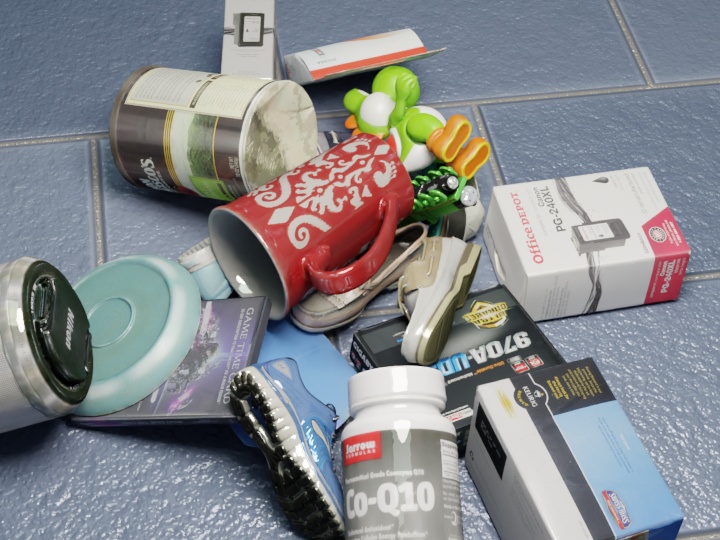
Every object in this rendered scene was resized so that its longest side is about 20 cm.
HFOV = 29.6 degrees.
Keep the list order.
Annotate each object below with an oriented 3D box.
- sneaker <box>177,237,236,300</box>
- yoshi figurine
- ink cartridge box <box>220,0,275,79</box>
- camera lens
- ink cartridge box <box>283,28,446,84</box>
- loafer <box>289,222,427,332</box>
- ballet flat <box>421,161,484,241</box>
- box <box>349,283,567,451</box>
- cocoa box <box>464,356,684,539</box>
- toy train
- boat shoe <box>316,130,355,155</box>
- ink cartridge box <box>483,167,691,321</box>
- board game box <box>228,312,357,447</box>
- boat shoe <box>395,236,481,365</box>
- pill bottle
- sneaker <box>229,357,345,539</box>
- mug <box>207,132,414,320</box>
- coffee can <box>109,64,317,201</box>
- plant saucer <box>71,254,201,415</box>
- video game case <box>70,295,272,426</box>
[{"bbox_3d":[-0.127,-0.015,1.562,0.073,0.083,0.199,-12,14,44],"label":"sneaker"},{"bbox_3d":[0.067,-0.190,1.633,0.111,0.114,0.199,-19,37,-40],"label":"yoshi figurine"},{"bbox_3d":[-0.141,-0.264,1.737,0.067,0.117,0.201,1,47,-3],"label":"ink cartridge box"},{"bbox_3d":[-0.378,0.084,1.356,0.198,0.161,0.161,-16,47,11],"label":"camera lens"},{"bbox_3d":[0.001,-0.274,1.722,0.160,0.200,0.051,-14,95,-15],"label":"ink cartridge box"},{"bbox_3d":[0.000,0.000,1.524,0.072,0.063,0.199,42,48,23],"label":"loafer"},{"bbox_3d":[0.112,-0.082,1.625,0.068,0.068,0.202,10,47,-10],"label":"ballet flat"},{"bbox_3d":[0.110,0.106,1.454,0.198,0.046,0.159,-16,51,-26],"label":"box"},{"bbox_3d":[0.202,0.210,1.321,0.130,0.134,0.201,-13,50,-15],"label":"cocoa box"},{"bbox_3d":[0.072,-0.077,1.545,0.056,0.200,0.042,30,74,-18],"label":"toy train"},{"bbox_3d":[-0.014,-0.098,1.625,0.092,0.075,0.201,-7,50,-17],"label":"boat shoe"},{"bbox_3d":[0.257,-0.031,1.572,0.198,0.084,0.146,-8,49,-10],"label":"ink cartridge box"},{"bbox_3d":[-0.097,0.118,1.454,0.157,0.039,0.200,-24,56,-31],"label":"board game box"},{"bbox_3d":[0.071,0.030,1.443,0.068,0.075,0.200,18,33,10],"label":"boat shoe"},{"bbox_3d":[0.038,0.200,1.292,0.112,0.114,0.202,-2,72,-5],"label":"pill bottle"},{"bbox_3d":[-0.046,0.174,1.336,0.089,0.078,0.202,-27,92,-39],"label":"sneaker"},{"bbox_3d":[-0.034,-0.041,1.465,0.199,0.134,0.178,-35,68,-28],"label":"mug"},{"bbox_3d":[-0.170,-0.157,1.583,0.198,0.147,0.147,10,46,31],"label":"coffee can"},{"bbox_3d":[-0.264,0.060,1.450,0.198,0.027,0.202,-14,51,17],"label":"plant saucer"},{"bbox_3d":[-0.197,0.095,1.419,0.198,0.019,0.144,-3,54,23],"label":"video game case"}]
